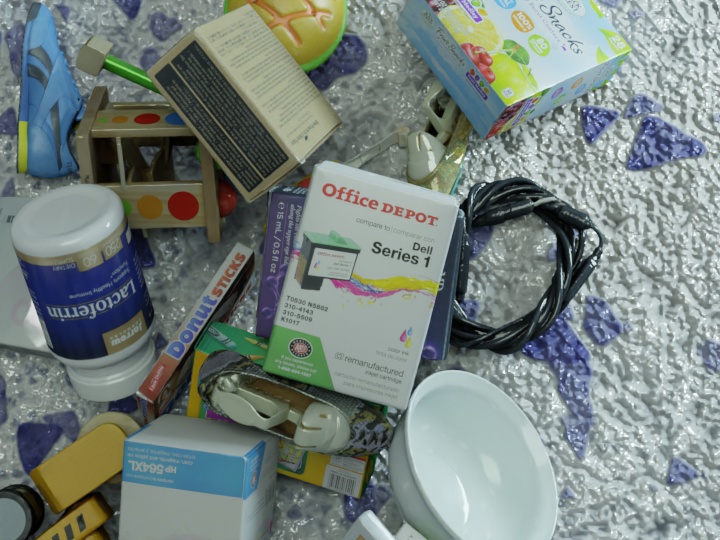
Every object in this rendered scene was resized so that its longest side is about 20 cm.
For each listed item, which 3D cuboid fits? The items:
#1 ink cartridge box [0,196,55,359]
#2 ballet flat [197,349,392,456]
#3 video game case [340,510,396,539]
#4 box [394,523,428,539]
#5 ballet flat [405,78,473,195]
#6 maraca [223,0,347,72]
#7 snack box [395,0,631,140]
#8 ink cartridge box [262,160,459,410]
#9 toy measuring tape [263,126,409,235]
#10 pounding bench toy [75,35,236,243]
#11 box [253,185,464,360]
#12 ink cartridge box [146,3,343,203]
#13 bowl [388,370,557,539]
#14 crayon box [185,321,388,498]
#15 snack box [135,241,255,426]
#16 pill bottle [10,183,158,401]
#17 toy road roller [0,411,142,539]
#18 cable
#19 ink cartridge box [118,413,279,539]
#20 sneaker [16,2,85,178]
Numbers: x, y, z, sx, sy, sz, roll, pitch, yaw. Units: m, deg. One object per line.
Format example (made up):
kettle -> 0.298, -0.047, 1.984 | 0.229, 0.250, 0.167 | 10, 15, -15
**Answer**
ink cartridge box -> -0.391, -0.002, 1.638 | 0.197, 0.057, 0.165 | 12, 75, 1
ballet flat -> -0.068, 0.140, 1.463 | 0.198, 0.072, 0.073 | 21, 75, 5
video game case -> 0.023, 0.348, 1.450 | 0.182, 0.201, 0.022 | 47, 46, 14
box -> 0.110, 0.327, 1.468 | 0.199, 0.145, 0.036 | 39, 77, 13
ballet flat -> 0.085, -0.148, 1.647 | 0.070, 0.071, 0.202 | 22, 73, 9
maraca -> -0.078, -0.302, 1.684 | 0.135, 0.107, 0.202 | 13, 64, -4
snack box -> 0.165, -0.251, 1.638 | 0.199, 0.068, 0.169 | -26, 73, -34
ink cartridge box -> 0.001, 0.011, 1.450 | 0.143, 0.084, 0.203 | 15, 96, 1
toy measuring tape -> -0.015, -0.083, 1.636 | 0.199, 0.074, 0.074 | -32, 74, -15
pounding bench toy -> -0.205, -0.144, 1.578 | 0.154, 0.202, 0.125 | -1, 29, 2
box -> 0.000, 0.000, 1.544 | 0.197, 0.104, 0.150 | 6, 97, 3
ink cartridge box -> -0.112, -0.173, 1.540 | 0.075, 0.200, 0.165 | -36, 96, 19
bowl -> 0.095, 0.209, 1.510 | 0.200, 0.090, 0.203 | 26, 45, -30
crayon box -> -0.075, 0.140, 1.541 | 0.197, 0.120, 0.058 | 17, 32, 8
snack box -> -0.167, 0.067, 1.570 | 0.024, 0.072, 0.201 | 26, 62, 11
pill bottle -> -0.271, 0.025, 1.539 | 0.114, 0.202, 0.116 | -8, 33, 6
toy road roller -> -0.277, 0.247, 1.526 | 0.199, 0.123, 0.147 | -36, 90, -8
cable -> 0.150, -0.006, 1.613 | 0.163, 0.051, 0.201 | 38, 79, 12
ink cartridge box -> -0.158, 0.256, 1.480 | 0.123, 0.128, 0.203 | 7, 97, 11
sneaker -> -0.339, -0.198, 1.689 | 0.077, 0.066, 0.203 | 1, 74, -9
